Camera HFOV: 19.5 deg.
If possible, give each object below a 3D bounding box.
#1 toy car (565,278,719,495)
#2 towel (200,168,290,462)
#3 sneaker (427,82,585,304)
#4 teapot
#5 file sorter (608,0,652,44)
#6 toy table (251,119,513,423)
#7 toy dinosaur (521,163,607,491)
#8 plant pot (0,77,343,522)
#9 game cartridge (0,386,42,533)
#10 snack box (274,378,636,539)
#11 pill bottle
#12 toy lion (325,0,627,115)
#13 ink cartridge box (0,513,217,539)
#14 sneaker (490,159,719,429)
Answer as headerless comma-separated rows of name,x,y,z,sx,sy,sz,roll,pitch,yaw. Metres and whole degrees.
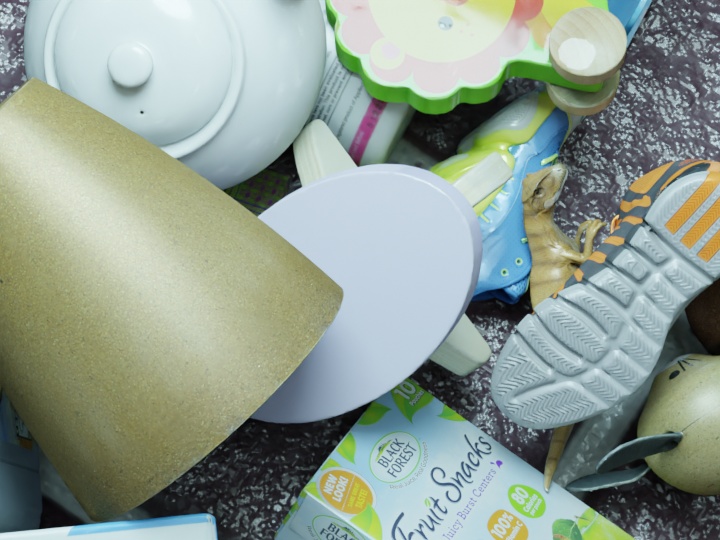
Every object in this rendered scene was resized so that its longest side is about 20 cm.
toy car,0.213,0.073,1.294,0.200,0.164,0.158,-31,78,-12
towel,-0.135,0.012,1.338,0.144,0.023,0.200,16,69,-1
sneaker,0.093,-0.040,1.369,0.200,0.076,0.105,-37,92,-11
teapot,-0.122,-0.126,1.243,0.197,0.146,0.200,11,105,8
file sorter,0.114,-0.239,1.406,0.200,0.123,0.139,28,69,3
toy table,0.000,0.000,1.264,0.200,0.117,0.184,-23,97,26
toy dinosaur,0.134,0.033,1.336,0.106,0.060,0.200,-7,89,-29
plant pot,-0.144,0.001,1.132,0.200,0.186,0.186,47,71,-11
game cartridge,-0.222,0.054,1.209,0.041,0.133,0.200,-6,79,3
snack box,0.067,0.167,1.263,0.200,0.053,0.142,35,36,6
pill bottle,-0.051,-0.156,1.358,0.200,0.113,0.113,28,70,2
toy lion,0.079,-0.189,1.296,0.192,0.069,0.200,14,74,6
ink cartridge box,-0.157,0.189,1.178,0.144,0.200,0.085,-5,82,-9
sneaker,0.161,0.012,1.277,0.200,0.112,0.078,-43,96,12
